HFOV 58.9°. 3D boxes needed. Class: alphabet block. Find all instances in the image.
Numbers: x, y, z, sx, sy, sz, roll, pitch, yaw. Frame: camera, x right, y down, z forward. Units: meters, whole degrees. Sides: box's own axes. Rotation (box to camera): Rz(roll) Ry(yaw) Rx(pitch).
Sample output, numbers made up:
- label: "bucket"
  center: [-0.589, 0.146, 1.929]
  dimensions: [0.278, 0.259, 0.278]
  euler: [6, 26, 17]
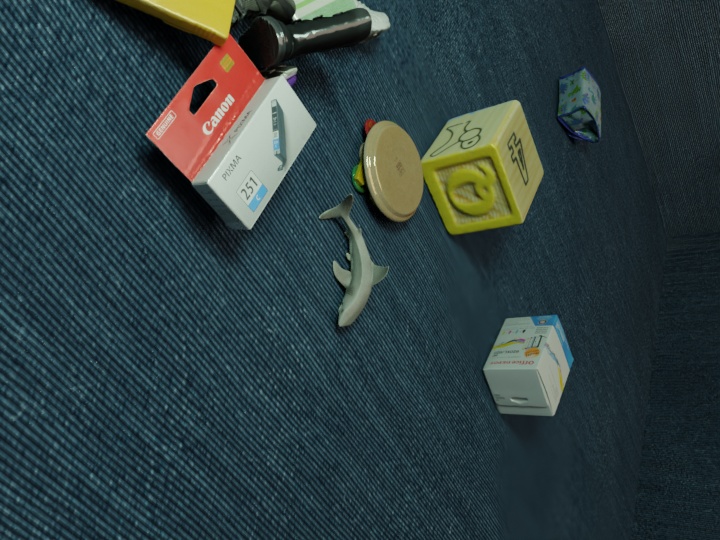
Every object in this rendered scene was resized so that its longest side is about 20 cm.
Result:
- label: "alphabet block"
  center: [0.272, -0.225, 1.414]
  dimensions: [0.199, 0.192, 0.201]
  euler: [59, 44, -25]

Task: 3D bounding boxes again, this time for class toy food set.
- label: "toy food set"
  center: [0.060, -0.196, 1.243]
  dimensions: [0.198, 0.048, 0.204]
  euler: [46, 51, -38]

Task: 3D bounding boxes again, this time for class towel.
- label: "towel"
  center: [-0.100, -0.499, 1.056]
  dimensions: [0.152, 0.023, 0.203]
  euler: [-42, 106, -37]

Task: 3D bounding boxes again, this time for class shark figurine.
- label: "shark figurine"
  center: [0.006, -0.020, 1.115]
  dimensions: [0.127, 0.088, 0.221]
  euler: [-7, 91, -54]

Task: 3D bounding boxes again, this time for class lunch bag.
- label: "lunch bag"
  center: [0.754, -0.550, 2.155]
  dimensions: [0.198, 0.126, 0.174]
  euler: [26, 64, -37]

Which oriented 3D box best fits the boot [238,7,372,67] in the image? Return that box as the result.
- label: "boot"
  center: [-0.067, -0.350, 0.950]
  dimensions: [0.196, 0.164, 0.067]
  euler: [-17, 111, -24]

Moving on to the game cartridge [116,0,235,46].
- label: "game cartridge"
  center: [-0.252, -0.407, 0.822]
  dimensions: [0.196, 0.032, 0.181]
  euler: [17, 70, -28]

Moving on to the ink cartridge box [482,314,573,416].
- label: "ink cartridge box"
  center: [0.411, 0.231, 1.558]
  dimensions: [0.201, 0.145, 0.147]
  euler: [-51, 123, -44]

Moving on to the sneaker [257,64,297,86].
- label: "sneaker"
  center: [-0.158, -0.235, 0.959]
  dimensions: [0.202, 0.079, 0.084]
  euler: [-58, 142, -28]

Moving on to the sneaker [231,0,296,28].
- label: "sneaker"
  center: [-0.179, -0.385, 0.939]
  dimensions: [0.197, 0.075, 0.118]
  euler: [8, 80, -49]

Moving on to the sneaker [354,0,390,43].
- label: "sneaker"
  center: [-0.014, -0.473, 1.171]
  dimensions: [0.199, 0.077, 0.102]
  euler: [-33, 107, -51]

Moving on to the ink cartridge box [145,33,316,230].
- label: "ink cartridge box"
  center: [-0.163, -0.189, 0.856]
  dimensions: [0.177, 0.044, 0.203]
  euler: [50, 58, -38]
